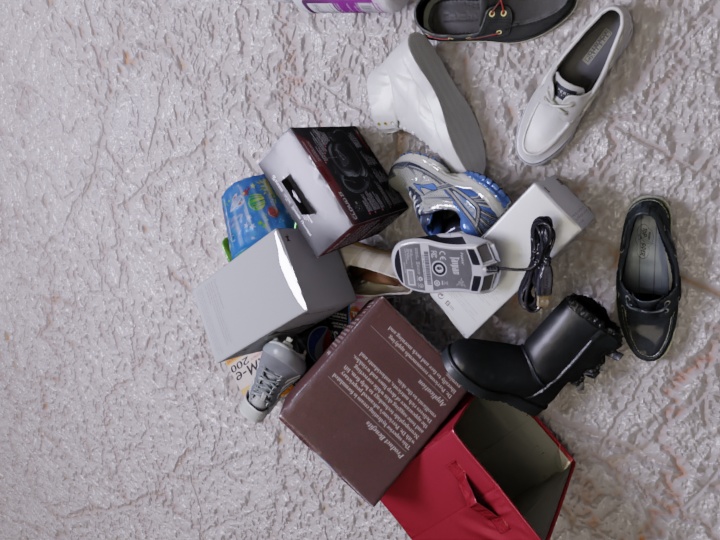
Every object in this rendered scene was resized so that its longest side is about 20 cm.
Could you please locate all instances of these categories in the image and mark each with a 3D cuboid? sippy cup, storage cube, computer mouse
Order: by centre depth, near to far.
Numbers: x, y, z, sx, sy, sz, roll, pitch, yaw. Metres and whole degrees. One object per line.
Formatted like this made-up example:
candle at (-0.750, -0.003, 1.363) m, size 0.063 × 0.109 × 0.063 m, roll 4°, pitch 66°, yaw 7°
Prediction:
computer mouse at (0.130, -0.012, 0.712) m, size 0.195 × 0.044 × 0.112 m, roll 5°, pitch 118°, yaw 28°
storage cube at (0.152, 0.278, 0.813) m, size 0.172 × 0.199 × 0.180 m, roll 49°, pitch 125°, yaw 8°
sippy cup at (-0.156, -0.073, 0.949) m, size 0.174 × 0.140 × 0.133 m, roll -23°, pitch 80°, yaw 6°

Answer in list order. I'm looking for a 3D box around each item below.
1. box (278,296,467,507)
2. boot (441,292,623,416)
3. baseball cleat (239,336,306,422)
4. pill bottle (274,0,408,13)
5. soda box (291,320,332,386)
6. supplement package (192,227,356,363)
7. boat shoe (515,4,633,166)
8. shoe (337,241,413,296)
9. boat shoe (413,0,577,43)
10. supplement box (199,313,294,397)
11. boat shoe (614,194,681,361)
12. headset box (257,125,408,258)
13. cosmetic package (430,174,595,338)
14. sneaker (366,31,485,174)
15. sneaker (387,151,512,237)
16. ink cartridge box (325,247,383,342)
box at (0.014, 0.165, 0.817) m, size 0.166 × 0.164 × 0.200 m, roll 43°, pitch 84°, yaw -1°
boot at (0.216, 0.094, 0.743) m, size 0.195 × 0.074 × 0.163 m, roll 25°, pitch 120°, yaw -26°
baseball cleat at (-0.128, 0.167, 0.874) m, size 0.069 × 0.108 × 0.201 m, roll 28°, pitch 156°, yaw 2°
pill bottle at (-0.034, -0.403, 0.798) m, size 0.196 × 0.112 × 0.115 m, roll 12°, pitch 108°, yaw 26°
soda box at (-0.081, 0.131, 0.955) m, size 0.070 × 0.062 × 0.205 m, roll -31°, pitch 75°, yaw 57°
supplement package at (-0.125, 0.035, 0.858) m, size 0.198 × 0.116 × 0.120 m, roll -30°, pitch 76°, yaw 34°
boat shoe at (0.246, -0.213, 0.710) m, size 0.072 × 0.065 × 0.202 m, roll 42°, pitch 119°, yaw 14°
shoe at (0.000, 0.000, 0.864) m, size 0.195 × 0.054 × 0.071 m, roll 6°, pitch 129°, yaw 26°
boat shoe at (0.161, -0.319, 0.737) m, size 0.197 × 0.063 × 0.076 m, roll 4°, pitch 102°, yaw 28°
supplement box at (-0.175, 0.122, 1.033) m, size 0.125 × 0.073 × 0.203 m, roll -33°, pitch 86°, yaw 32°
boat shoe at (0.340, 0.017, 0.713) m, size 0.073 × 0.066 × 0.205 m, roll 7°, pitch 106°, yaw 28°
headset box at (-0.036, -0.113, 0.820) m, size 0.077 × 0.199 × 0.150 m, roll -37°, pitch 84°, yaw 31°
cosmetic package at (0.192, -0.019, 0.765) m, size 0.081 × 0.112 × 0.200 m, roll 48°, pitch 122°, yaw 11°
sneaker at (0.084, -0.199, 0.815) m, size 0.115 × 0.073 × 0.203 m, roll -23°, pitch 97°, yaw 48°
sneaker at (0.094, -0.092, 0.783) m, size 0.198 × 0.077 × 0.086 m, roll 26°, pitch 80°, yaw 48°
ink cartridge box at (-0.009, 0.062, 0.947) m, size 0.093 × 0.037 × 0.206 m, roll 7°, pitch 107°, yaw 29°
